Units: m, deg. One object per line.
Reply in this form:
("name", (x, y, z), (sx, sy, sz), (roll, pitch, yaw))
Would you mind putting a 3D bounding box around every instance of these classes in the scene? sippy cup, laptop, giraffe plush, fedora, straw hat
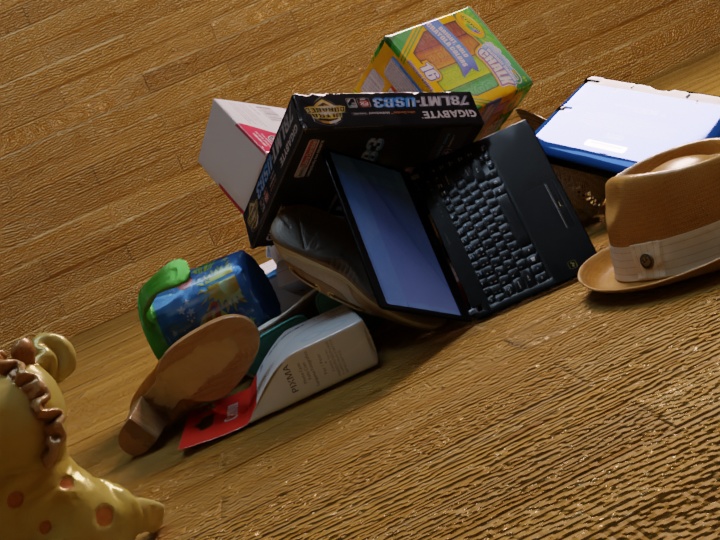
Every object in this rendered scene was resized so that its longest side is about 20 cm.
("sippy cup", (-0.164, 0.049, 1.134), (0.129, 0.141, 0.178), (-29, 0, 10))
("laptop", (0.090, -0.057, 0.897), (0.197, 0.180, 0.104), (-23, -30, 3))
("giraffe plush", (-0.229, 0.137, 0.635), (0.197, 0.165, 0.173), (-23, 6, 5))
("fedora", (0.252, -0.051, 0.782), (0.197, 0.083, 0.201), (-23, 6, 3))
("straw hat", (0.245, -0.104, 1.152), (0.086, 0.198, 0.201), (-62, 3, 7))

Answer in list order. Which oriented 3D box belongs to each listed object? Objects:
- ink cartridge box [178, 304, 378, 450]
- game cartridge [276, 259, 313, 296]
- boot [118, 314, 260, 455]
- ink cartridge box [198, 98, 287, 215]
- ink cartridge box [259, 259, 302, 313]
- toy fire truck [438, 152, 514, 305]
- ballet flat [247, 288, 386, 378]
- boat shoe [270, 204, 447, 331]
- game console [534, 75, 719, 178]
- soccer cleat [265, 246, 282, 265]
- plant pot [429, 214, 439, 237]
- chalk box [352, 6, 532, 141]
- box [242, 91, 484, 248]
("ink cartridge box", (-0.086, 0.096, 0.957), (0.197, 0.048, 0.160), (-23, 6, -4))
("game cartridge", (0.000, 0.000, 1.132), (0.132, 0.041, 0.199), (-24, -19, 29))
("boot", (-0.162, 0.086, 0.993), (0.201, 0.071, 0.144), (-44, 12, 21))
("ink cartridge box", (-0.067, -0.123, 1.147), (0.197, 0.087, 0.148), (3, 29, -37))
("ink cartridge box", (-0.125, 0.041, 1.350), (0.142, 0.086, 0.200), (-24, 8, -8))
("toy fire truck", (0.118, -0.029, 1.036), (0.168, 0.112, 0.200), (-45, 12, -15))
("ballet flat", (-0.046, 0.051, 1.082), (0.197, 0.070, 0.069), (-27, 7, -1))
("boat shoe", (0.004, 0.003, 0.966), (0.074, 0.198, 0.067), (-51, -20, -24))
("game console", (0.293, -0.114, 0.973), (0.171, 0.119, 0.199), (-43, 35, -17))
("soccer cleat", (-0.071, -0.031, 1.194), (0.067, 0.087, 0.199), (6, 11, -26))
("plant pot", (0.059, -0.079, 1.266), (0.197, 0.134, 0.203), (-19, 50, 25))
("chalk box", (0.103, -0.205, 1.136), (0.199, 0.125, 0.124), (-31, -15, -39))
("box", (-0.002, -0.099, 1.005), (0.195, 0.050, 0.201), (-6, -30, -27))
